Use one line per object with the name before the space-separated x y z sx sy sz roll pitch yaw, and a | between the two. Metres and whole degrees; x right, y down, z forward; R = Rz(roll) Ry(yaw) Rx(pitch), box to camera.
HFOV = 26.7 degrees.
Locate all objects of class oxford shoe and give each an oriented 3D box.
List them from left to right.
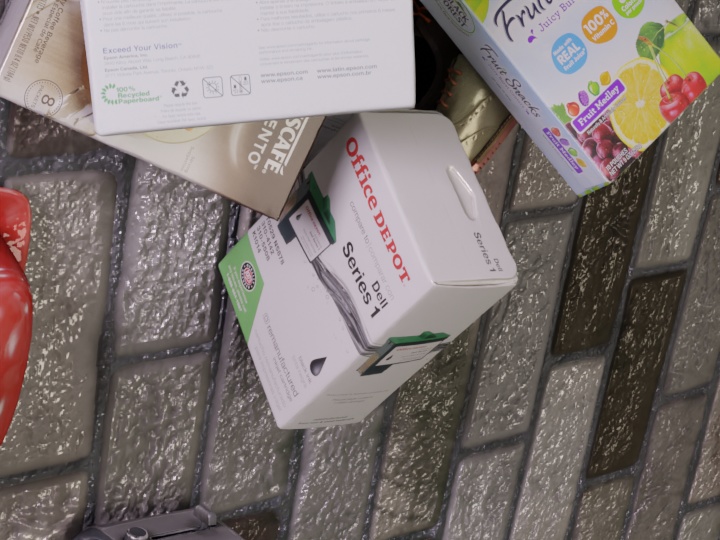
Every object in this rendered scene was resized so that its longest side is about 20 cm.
oxford shoe | 0.073 -0.203 1.154 0.072 0.071 0.201 -6 115 -36
oxford shoe | 0.076 -0.121 1.138 0.200 0.071 0.074 -42 116 -9

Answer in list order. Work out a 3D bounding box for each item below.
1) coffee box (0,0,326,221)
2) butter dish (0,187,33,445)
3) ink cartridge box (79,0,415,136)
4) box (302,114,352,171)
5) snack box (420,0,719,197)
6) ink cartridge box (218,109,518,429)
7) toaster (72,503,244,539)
coffee box | -0.123 -0.127 0.954 0.199 0.080 0.115 23 96 -25
butter dish | -0.272 0.056 0.909 0.199 0.147 0.201 2 109 -43
ink cartridge box | -0.067 -0.187 0.885 0.198 0.041 0.202 -6 107 -13
box | -0.040 -0.174 1.069 0.116 0.060 0.201 14 101 -46
snack box | 0.151 -0.176 1.094 0.142 0.053 0.200 -43 98 -22
ink cartridge box | 0.000 0.000 1.071 0.084 0.147 0.200 -1 148 -40
toaster | -0.151 0.278 1.165 0.129 0.113 0.201 -11 116 -42
